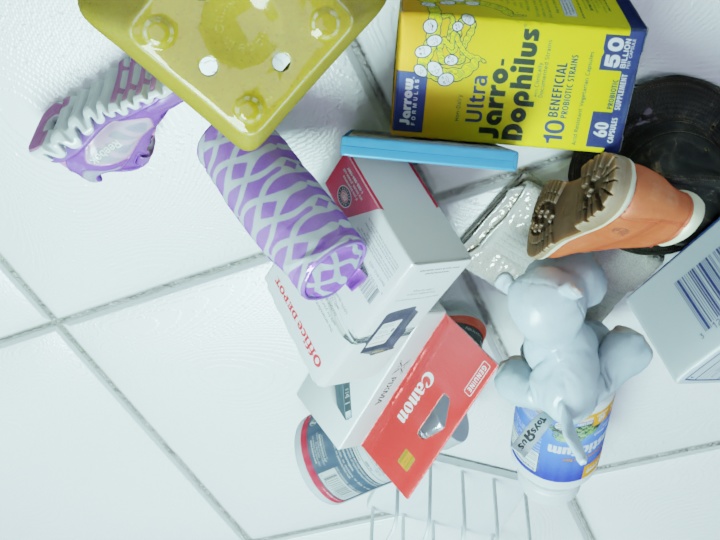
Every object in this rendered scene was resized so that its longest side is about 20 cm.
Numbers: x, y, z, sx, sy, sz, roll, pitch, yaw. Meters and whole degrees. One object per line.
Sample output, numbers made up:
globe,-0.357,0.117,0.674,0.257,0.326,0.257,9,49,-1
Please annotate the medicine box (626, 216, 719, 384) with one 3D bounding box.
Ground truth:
medicine box,0.399,0.018,0.894,0.198,0.104,0.182,3,140,-41

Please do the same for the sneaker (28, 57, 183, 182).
sneaker,-0.225,-0.143,0.886,0.198,0.081,0.088,-22,133,28

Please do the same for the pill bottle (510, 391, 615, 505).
pill bottle,0.239,0.191,1.103,0.110,0.113,0.202,1,131,4

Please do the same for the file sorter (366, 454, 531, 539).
file sorter,0.118,0.346,1.241,0.197,0.125,0.140,15,130,-7

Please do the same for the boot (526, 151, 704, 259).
boot,0.225,-0.043,0.841,0.106,0.076,0.200,14,169,-13

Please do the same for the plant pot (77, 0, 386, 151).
plant pot,-0.093,-0.209,0.697,0.194,0.201,0.196,38,104,-26

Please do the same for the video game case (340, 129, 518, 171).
video game case,0.057,-0.109,0.816,0.141,0.200,0.018,5,100,1

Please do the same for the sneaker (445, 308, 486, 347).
sneaker,0.046,0.098,1.058,0.197,0.082,0.078,-12,130,19

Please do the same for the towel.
towel,0.212,-0.014,0.980,0.198,0.035,0.133,25,129,-16

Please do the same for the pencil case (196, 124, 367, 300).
pencil case,-0.075,-0.065,0.858,0.084,0.201,0.085,-38,157,4

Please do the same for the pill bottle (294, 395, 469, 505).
pill bottle,0.028,0.202,1.127,0.199,0.120,0.120,-28,124,26

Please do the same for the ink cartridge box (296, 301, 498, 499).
ink cartridge box,0.033,0.119,0.999,0.044,0.176,0.201,2,126,-48

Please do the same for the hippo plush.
hippo plush,0.187,0.064,0.937,0.158,0.200,0.162,-2,119,47

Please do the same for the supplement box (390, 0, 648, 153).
supplement box,0.128,-0.179,0.786,0.197,0.110,0.110,4,123,1

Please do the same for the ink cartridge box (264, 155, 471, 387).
ink cartridge box,0.000,0.000,0.928,0.084,0.146,0.201,-5,144,-40

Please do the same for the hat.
hat,0.301,-0.077,0.874,0.198,0.081,0.203,0,126,0
